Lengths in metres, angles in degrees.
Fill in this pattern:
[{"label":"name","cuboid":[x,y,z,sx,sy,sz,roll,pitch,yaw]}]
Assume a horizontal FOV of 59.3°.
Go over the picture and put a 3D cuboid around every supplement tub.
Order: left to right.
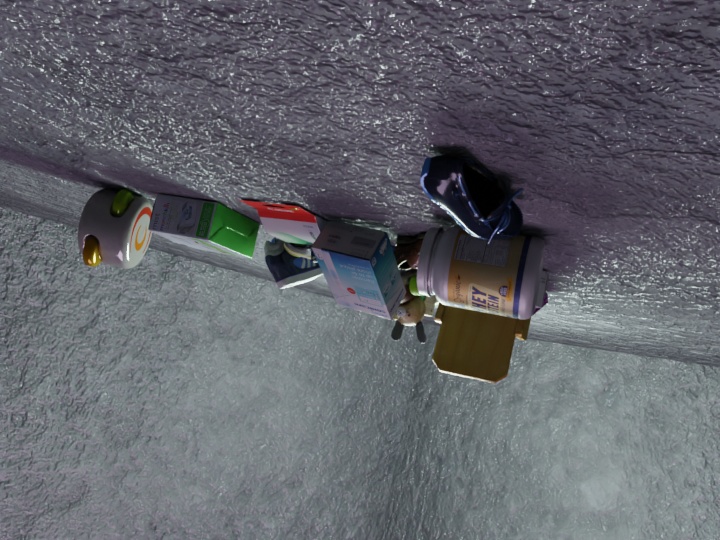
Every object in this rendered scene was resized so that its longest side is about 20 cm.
[{"label":"supplement tub","cuboid":[0.209,-0.001,1.098,0.199,0.145,0.144,10,173,19]}]

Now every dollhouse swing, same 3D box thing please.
[{"label":"dollhouse swing","cuboid":[0.277,0.161,1.465,0.199,0.177,0.182,9,174,21]}]

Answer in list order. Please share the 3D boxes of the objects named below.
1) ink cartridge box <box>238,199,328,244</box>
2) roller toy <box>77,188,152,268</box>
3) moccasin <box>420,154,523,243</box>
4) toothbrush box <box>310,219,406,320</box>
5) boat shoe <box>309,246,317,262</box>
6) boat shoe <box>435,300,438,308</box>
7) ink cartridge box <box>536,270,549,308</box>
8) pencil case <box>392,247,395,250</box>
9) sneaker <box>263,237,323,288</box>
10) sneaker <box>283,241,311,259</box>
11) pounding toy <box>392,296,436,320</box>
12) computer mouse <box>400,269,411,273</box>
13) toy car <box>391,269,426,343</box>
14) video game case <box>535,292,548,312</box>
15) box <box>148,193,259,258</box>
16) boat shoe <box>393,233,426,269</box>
[{"label":"ink cartridge box","cuboid":[-0.149,-0.098,1.374,0.160,0.050,0.200,9,174,30]},{"label":"roller toy","cuboid":[-0.613,-0.103,1.577,0.139,0.201,0.182,13,179,0]},{"label":"moccasin","cuboid":[0.156,-0.084,0.800,0.068,0.081,0.199,-1,167,45]},{"label":"toothbrush box","cuboid":[0.000,0.000,1.350,0.146,0.085,0.200,15,147,28]},{"label":"boat shoe","cuboid":[-0.025,-0.044,1.454,0.199,0.061,0.076,1,175,30]},{"label":"boat shoe","cuboid":[0.265,0.100,2.117,0.067,0.072,0.200,18,170,-13]},{"label":"ink cartridge box","cuboid":[0.299,0.028,1.425,0.147,0.086,0.200,15,174,-21]},{"label":"pencil case","cuboid":[0.043,-0.011,1.571,0.078,0.087,0.200,-3,177,-10]},{"label":"sneaker","cuboid":[-0.168,-0.041,1.659,0.080,0.147,0.200,-25,176,39]},{"label":"sneaker","cuboid":[-0.099,-0.055,1.542,0.199,0.074,0.081,10,170,7]},{"label":"pounding toy","cuboid":[0.136,0.098,2.039,0.183,0.143,0.200,16,172,-32]},{"label":"computer mouse","cuboid":[0.113,-0.028,1.533,0.058,0.034,0.200,-15,170,-10]},{"label":"toy car","cuboid":[0.122,0.099,1.719,0.164,0.201,0.158,4,-168,34]},{"label":"video game case","cuboid":[0.364,0.098,1.657,0.181,0.036,0.200,7,-155,42]},{"label":"box","cuboid":[-0.375,-0.103,1.533,0.176,0.097,0.200,10,173,23]},{"label":"boat shoe","cuboid":[0.132,-0.033,1.297,0.072,0.068,0.200,15,173,-20]}]
